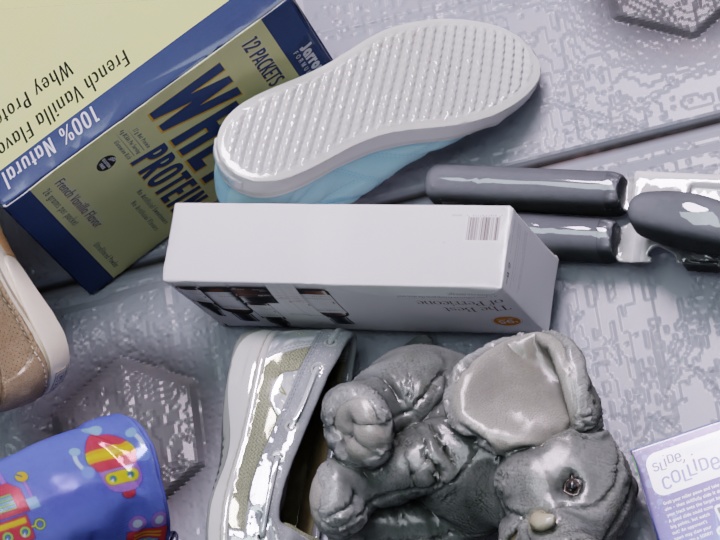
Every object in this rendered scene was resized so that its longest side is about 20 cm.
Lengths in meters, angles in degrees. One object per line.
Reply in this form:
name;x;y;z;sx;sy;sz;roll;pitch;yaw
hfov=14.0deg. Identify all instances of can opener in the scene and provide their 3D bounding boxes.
can opener;0.125;-0.034;1.593;0.199;0.066;0.053;3;71;23

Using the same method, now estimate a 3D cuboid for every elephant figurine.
elephant figurine;0.086;0.106;1.511;0.199;0.141;0.156;1;84;24

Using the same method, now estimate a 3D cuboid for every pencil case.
pencil case;-0.198;0.143;1.571;0.199;0.087;0.078;-19;74;-24

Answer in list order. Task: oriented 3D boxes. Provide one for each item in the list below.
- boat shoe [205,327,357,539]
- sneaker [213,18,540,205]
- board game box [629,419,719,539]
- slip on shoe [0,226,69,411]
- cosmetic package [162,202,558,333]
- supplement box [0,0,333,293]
boat shoe;-0.039;0.125;1.572;0.064;0.074;0.203;-6;61;19
sneaker;0.005;-0.081;1.646;0.199;0.082;0.074;-17;68;-17
board game box;0.252;0.125;1.502;0.199;0.034;0.136;-19;65;8
slip on shoe;-0.238;-0.010;1.614;0.076;0.060;0.201;-35;85;46
cosmetic package;0.000;0.000;1.593;0.199;0.083;0.051;1;73;24
supplement box;-0.147;-0.139;1.674;0.200;0.134;0.200;-36;63;1
